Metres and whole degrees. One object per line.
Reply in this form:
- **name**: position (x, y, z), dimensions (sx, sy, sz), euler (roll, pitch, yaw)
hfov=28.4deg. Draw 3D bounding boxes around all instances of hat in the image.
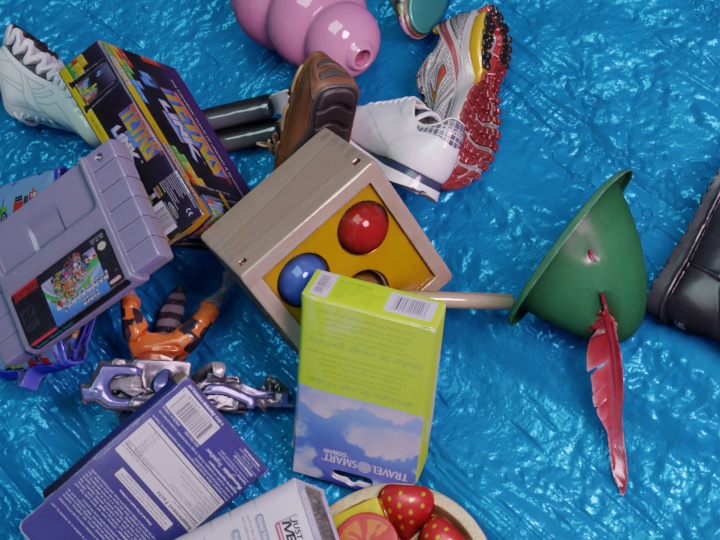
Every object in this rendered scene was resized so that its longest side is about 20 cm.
- **hat**: position (0.242, 0.040, 1.249), dimensions (0.176, 0.201, 0.165), euler (40, 40, 13)

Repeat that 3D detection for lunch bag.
- **lunch bag**: position (-0.312, 0.016, 1.392), dimensions (0.150, 0.094, 0.202), euler (-10, 68, 46)

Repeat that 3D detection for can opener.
- **can opener**: position (-0.101, -0.160, 1.484), dimensions (0.199, 0.053, 0.067), euler (-14, 26, 6)

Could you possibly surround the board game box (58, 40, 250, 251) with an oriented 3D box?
- **board game box**: position (-0.185, -0.115, 1.376), dimensions (0.057, 0.165, 0.201), euler (-35, 79, 15)

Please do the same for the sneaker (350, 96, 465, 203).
- **sneaker**: position (0.035, -0.132, 1.377), dimensions (0.200, 0.076, 0.081), euler (36, 103, 52)

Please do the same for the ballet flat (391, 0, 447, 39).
- **ballet flat**: position (0.067, -0.324, 1.512), dimensions (0.071, 0.069, 0.201), euler (3, 59, 36)

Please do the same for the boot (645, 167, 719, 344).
- **boot**: position (0.369, -0.005, 1.254), dimensions (0.168, 0.076, 0.201), euler (28, 81, 29)

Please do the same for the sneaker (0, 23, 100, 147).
- **sneaker**: position (-0.337, -0.184, 1.548), dimensions (0.081, 0.075, 0.200), euler (-50, 59, 3)

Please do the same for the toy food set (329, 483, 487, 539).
- **toy food set**: position (0.022, 0.279, 1.217), dimensions (0.197, 0.049, 0.201), euler (-26, 62, 4)

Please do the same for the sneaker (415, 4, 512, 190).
- **sneaker**: position (0.096, -0.169, 1.424), dimensions (0.082, 0.078, 0.201), euler (-4, 60, 33)

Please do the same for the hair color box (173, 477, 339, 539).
- **hair color box**: position (-0.112, 0.267, 1.211), dimensions (0.199, 0.061, 0.100), euler (-29, 62, 16)

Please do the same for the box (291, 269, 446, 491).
- **box**: position (0.005, 0.104, 1.246), dimensions (0.121, 0.201, 0.048), euler (14, 37, 12)

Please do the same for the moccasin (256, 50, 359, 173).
- **moccasin**: position (-0.055, -0.116, 1.370), dimensions (0.073, 0.202, 0.078), euler (-9, 43, -22)

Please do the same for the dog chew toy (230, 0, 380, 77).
- **dog chew toy**: position (-0.050, -0.264, 1.462), dimensions (0.124, 0.125, 0.200), euler (-39, 51, -7)

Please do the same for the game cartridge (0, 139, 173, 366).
- **game cartridge**: position (-0.271, -0.013, 1.300), dimensions (0.199, 0.038, 0.130), euler (-34, 66, 21)

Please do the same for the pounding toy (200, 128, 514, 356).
- **pounding toy**: position (0.000, 0.000, 1.302), dimensions (0.184, 0.200, 0.142), euler (-41, 35, -6)

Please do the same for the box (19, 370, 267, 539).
- **box**: position (-0.197, 0.201, 1.287), dimensions (0.200, 0.121, 0.032), euler (-41, 17, -9)

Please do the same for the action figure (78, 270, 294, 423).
- **action figure**: position (-0.164, 0.095, 1.360), dimensions (0.198, 0.105, 0.195), euler (11, 71, -10)
